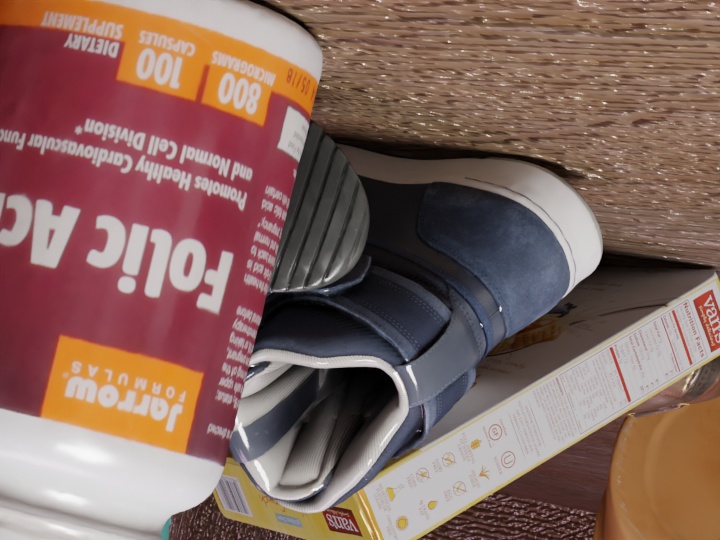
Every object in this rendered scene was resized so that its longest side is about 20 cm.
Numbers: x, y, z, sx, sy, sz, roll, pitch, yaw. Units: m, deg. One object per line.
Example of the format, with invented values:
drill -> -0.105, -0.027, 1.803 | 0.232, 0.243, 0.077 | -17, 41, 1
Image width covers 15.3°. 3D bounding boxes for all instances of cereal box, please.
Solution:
cereal box -> 0.046, 0.054, 1.158 | 0.199, 0.040, 0.144 | -29, -164, -27

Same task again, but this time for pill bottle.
pill bottle -> -0.088, 0.011, 0.849 | 0.114, 0.201, 0.114 | 13, 174, 2

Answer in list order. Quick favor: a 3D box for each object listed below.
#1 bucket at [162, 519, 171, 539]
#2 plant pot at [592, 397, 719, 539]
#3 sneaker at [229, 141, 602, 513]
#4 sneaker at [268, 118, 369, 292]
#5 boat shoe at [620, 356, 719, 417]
bucket -> -0.186, 0.074, 1.357 | 0.206, 0.136, 0.207 | 6, -172, -1
plant pot -> 0.205, 0.127, 1.361 | 0.199, 0.201, 0.140 | 11, 157, 24
sneaker -> -0.025, 0.020, 1.015 | 0.202, 0.146, 0.077 | -2, 126, 50
sneaker -> -0.079, -0.043, 0.977 | 0.199, 0.074, 0.088 | 22, 177, 19
boat shoe -> 0.107, 0.045, 1.305 | 0.067, 0.072, 0.200 | 20, 169, -28
